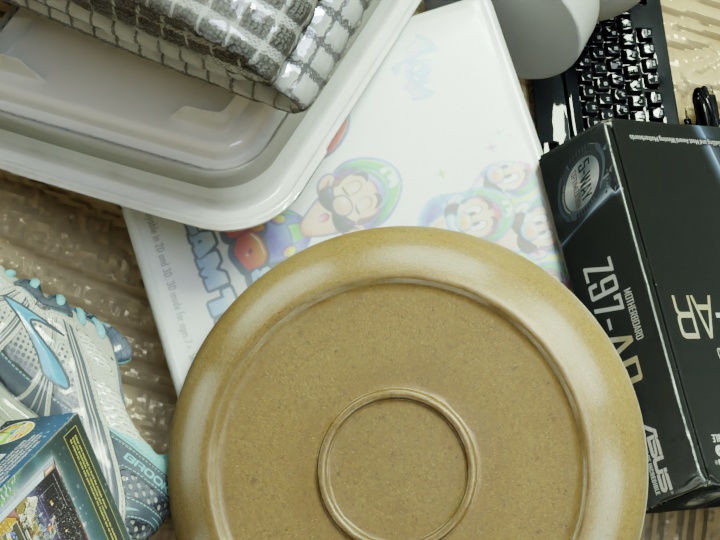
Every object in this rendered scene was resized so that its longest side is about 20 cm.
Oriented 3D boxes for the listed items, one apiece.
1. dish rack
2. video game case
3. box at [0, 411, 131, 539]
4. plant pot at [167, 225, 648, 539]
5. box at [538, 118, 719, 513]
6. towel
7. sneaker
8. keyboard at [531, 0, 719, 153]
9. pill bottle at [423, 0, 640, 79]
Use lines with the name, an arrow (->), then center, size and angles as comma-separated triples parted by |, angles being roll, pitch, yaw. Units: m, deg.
dish rack -> -0.071, -0.116, 0.930 | 0.171, 0.044, 0.200 | 16, 55, 24
video game case -> 0.000, 0.000, 0.919 | 0.181, 0.024, 0.201 | -17, 78, -3
box -> -0.116, 0.174, 0.798 | 0.137, 0.037, 0.201 | -48, 123, -55
plant pot -> 0.016, 0.081, 0.864 | 0.199, 0.027, 0.201 | -1, 86, 9
box -> 0.178, 0.019, 0.942 | 0.199, 0.043, 0.161 | 2, 68, -41
towel -> -0.072, -0.172, 0.852 | 0.199, 0.086, 0.166 | 24, 84, 25
sneaker -> -0.148, 0.038, 0.901 | 0.086, 0.078, 0.201 | -34, 93, -37
keyboard -> 0.140, -0.060, 1.040 | 0.103, 0.040, 0.201 | -1, 74, -18
pill bottle -> 0.106, -0.190, 1.021 | 0.112, 0.112, 0.201 | 33, 61, -6
